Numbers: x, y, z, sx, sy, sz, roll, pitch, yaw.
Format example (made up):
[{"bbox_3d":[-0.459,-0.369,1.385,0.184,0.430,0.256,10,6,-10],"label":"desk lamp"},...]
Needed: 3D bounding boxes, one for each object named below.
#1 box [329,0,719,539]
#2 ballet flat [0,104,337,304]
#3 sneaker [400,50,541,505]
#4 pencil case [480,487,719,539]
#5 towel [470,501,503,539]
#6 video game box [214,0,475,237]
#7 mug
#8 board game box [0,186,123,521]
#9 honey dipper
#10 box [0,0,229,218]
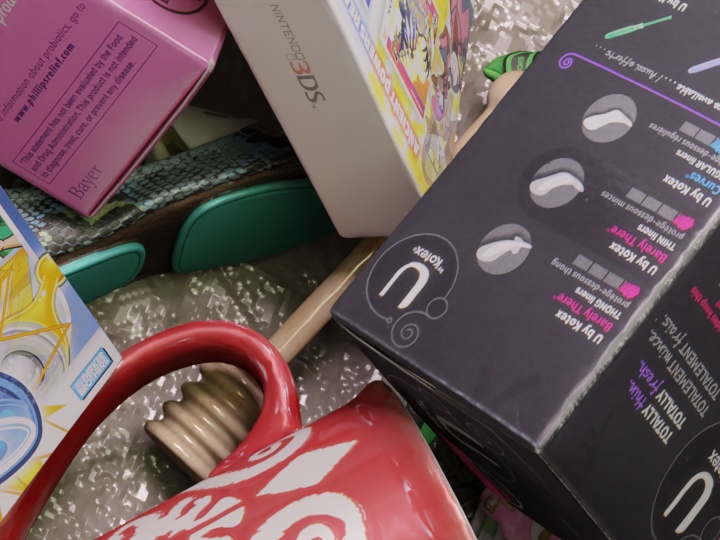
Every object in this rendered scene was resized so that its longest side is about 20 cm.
[{"bbox_3d":[0.107,-0.011,0.835,0.200,0.106,0.122,-50,139,-10],"label":"box"},{"bbox_3d":[-0.084,-0.029,0.923,0.200,0.074,0.074,-18,85,-29],"label":"ballet flat"},{"bbox_3d":[0.056,0.001,0.974,0.200,0.085,0.078,-64,150,-24],"label":"sneaker"},{"bbox_3d":[0.122,0.139,0.905,0.083,0.087,0.200,-13,66,-51],"label":"pencil case"},{"bbox_3d":[0.128,0.084,1.008,0.152,0.023,0.200,29,68,-15],"label":"towel"},{"bbox_3d":[-0.005,-0.140,0.872,0.047,0.200,0.182,-4,55,18],"label":"video game box"},{"bbox_3d":[-0.062,0.128,0.855,0.200,0.178,0.134,-26,129,-7],"label":"mug"},{"bbox_3d":[-0.172,0.054,0.790,0.200,0.034,0.135,-56,132,-29],"label":"board game box"},{"bbox_3d":[0.000,0.000,0.937,0.038,0.038,0.200,45,80,-7],"label":"honey dipper"},{"bbox_3d":[-0.133,-0.151,0.877,0.200,0.097,0.176,31,44,-13],"label":"box"}]
